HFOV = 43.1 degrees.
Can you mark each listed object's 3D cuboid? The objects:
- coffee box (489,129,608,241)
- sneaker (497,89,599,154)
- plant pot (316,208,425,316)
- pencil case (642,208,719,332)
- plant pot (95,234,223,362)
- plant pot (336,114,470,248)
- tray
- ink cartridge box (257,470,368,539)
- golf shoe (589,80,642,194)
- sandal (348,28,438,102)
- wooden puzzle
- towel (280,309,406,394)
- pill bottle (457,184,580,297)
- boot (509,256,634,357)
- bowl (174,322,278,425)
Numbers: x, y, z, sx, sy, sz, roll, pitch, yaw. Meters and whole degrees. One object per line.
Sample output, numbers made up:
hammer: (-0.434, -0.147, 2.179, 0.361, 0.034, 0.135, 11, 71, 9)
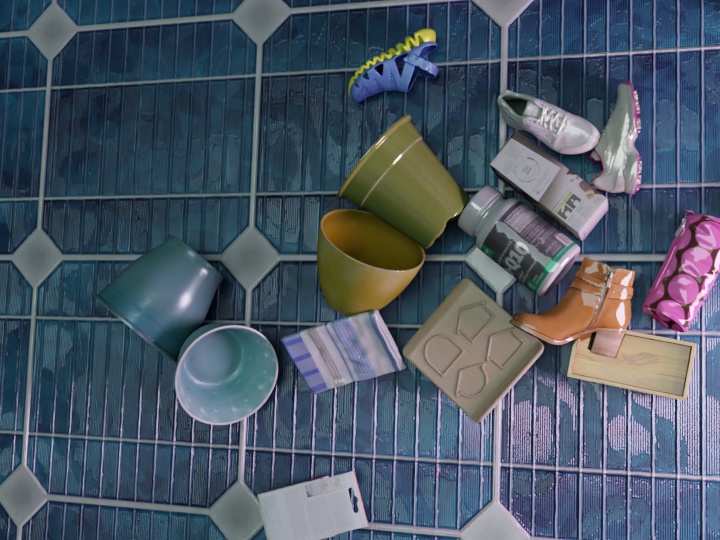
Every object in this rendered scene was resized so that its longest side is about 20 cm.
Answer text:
coffee box: (0.333, -0.148, 1.606, 0.200, 0.113, 0.080, 40, 96, 16)
sneaker: (0.327, -0.264, 1.623, 0.200, 0.080, 0.071, 27, 92, 27)
plant pot: (0.000, 0.000, 1.667, 0.200, 0.200, 0.142, 32, 121, 17)
pencil case: (0.549, 0.001, 1.540, 0.093, 0.091, 0.201, 24, 90, -17)
plant pot: (-0.373, 0.043, 1.768, 0.200, 0.200, 0.188, 37, 80, 17)
plant pot: (0.092, -0.144, 1.656, 0.190, 0.200, 0.200, 42, 97, 3)
tray: (0.467, 0.155, 1.575, 0.199, 0.037, 0.099, 11, 87, 17)
ink cartridge box: (-0.084, 0.446, 1.704, 0.199, 0.050, 0.109, -18, 79, 13)
golf shoe: (0.448, -0.233, 1.602, 0.091, 0.075, 0.201, -1, 83, 20)
sandal: (0.068, -0.374, 1.730, 0.200, 0.079, 0.087, -30, 81, 13)
wooden puzzle: (0.204, 0.144, 1.653, 0.200, 0.046, 0.185, 43, 97, 21)
towel: (-0.030, 0.154, 1.687, 0.199, 0.024, 0.147, -17, 121, 16)
pill bottle: (0.277, -0.055, 1.613, 0.200, 0.113, 0.113, 40, 96, 17)
boot: (0.361, 0.051, 1.548, 0.199, 0.074, 0.155, 13, 94, -7)
bowl: (-0.267, 0.179, 1.730, 0.201, 0.200, 0.105, -58, 32, 4)
